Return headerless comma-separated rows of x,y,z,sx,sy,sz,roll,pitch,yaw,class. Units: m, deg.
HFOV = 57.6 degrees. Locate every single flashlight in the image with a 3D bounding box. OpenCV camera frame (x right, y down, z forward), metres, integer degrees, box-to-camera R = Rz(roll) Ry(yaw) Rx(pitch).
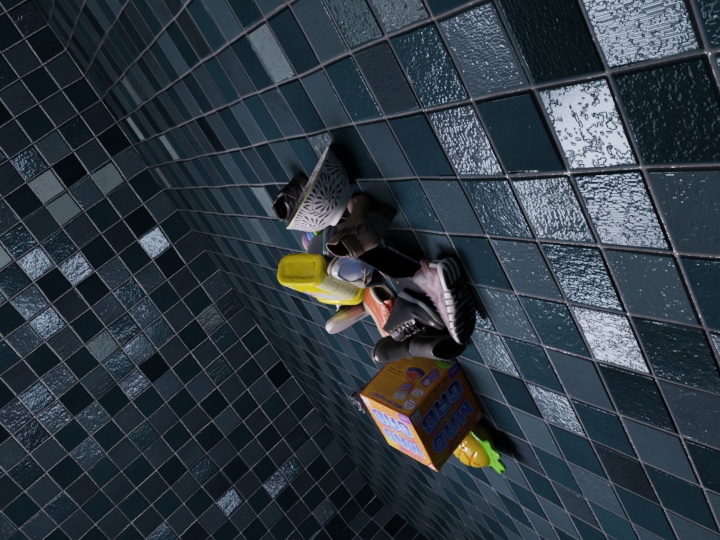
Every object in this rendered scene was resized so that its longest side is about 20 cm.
0.065,0.315,1.835,0.067,0.200,0.069,21,148,51,flashlight

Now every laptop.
0.081,0.027,1.480,0.176,0.103,0.202,31,153,46,laptop

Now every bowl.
-0.077,-0.159,1.433,0.093,0.204,0.200,28,164,-11,bowl

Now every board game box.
0.160,0.352,1.713,0.198,0.199,0.202,13,139,52,board game box

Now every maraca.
0.312,0.470,1.750,0.199,0.107,0.139,19,143,56,maraca

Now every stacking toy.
-0.094,-0.111,1.679,0.086,0.085,0.200,48,156,5,stacking toy

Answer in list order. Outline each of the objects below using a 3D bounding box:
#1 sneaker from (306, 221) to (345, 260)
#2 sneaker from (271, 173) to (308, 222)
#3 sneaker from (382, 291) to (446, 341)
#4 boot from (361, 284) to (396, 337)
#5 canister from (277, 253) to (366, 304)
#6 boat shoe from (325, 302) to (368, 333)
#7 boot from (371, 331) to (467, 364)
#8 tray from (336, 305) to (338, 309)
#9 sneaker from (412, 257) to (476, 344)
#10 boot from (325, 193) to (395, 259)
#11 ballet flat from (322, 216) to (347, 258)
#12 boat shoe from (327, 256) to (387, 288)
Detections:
-0.034,-0.062,1.631,0.197,0.077,0.113,-16,157,39,sneaker
-0.178,-0.156,1.728,0.076,0.114,0.201,43,162,23,sneaker
0.127,0.127,1.517,0.074,0.108,0.199,31,178,-24,sneaker
0.078,0.116,1.703,0.201,0.075,0.107,50,156,6,boot
-0.094,0.022,1.626,0.146,0.089,0.199,1,166,32,canister
-0.041,0.096,1.766,0.093,0.198,0.075,52,130,14,boat shoe
0.136,0.191,1.566,0.199,0.179,0.074,16,124,69,boot
-0.057,0.048,1.841,0.022,0.109,0.202,5,144,13,tray
0.170,0.053,1.362,0.114,0.075,0.203,16,132,46,sneaker
-0.018,-0.093,1.422,0.199,0.146,0.071,18,145,58,boot
-0.061,-0.131,1.543,0.073,0.071,0.205,162,105,-70,ballet flat
0.000,0.000,1.560,0.068,0.076,0.198,37,-161,28,boat shoe
